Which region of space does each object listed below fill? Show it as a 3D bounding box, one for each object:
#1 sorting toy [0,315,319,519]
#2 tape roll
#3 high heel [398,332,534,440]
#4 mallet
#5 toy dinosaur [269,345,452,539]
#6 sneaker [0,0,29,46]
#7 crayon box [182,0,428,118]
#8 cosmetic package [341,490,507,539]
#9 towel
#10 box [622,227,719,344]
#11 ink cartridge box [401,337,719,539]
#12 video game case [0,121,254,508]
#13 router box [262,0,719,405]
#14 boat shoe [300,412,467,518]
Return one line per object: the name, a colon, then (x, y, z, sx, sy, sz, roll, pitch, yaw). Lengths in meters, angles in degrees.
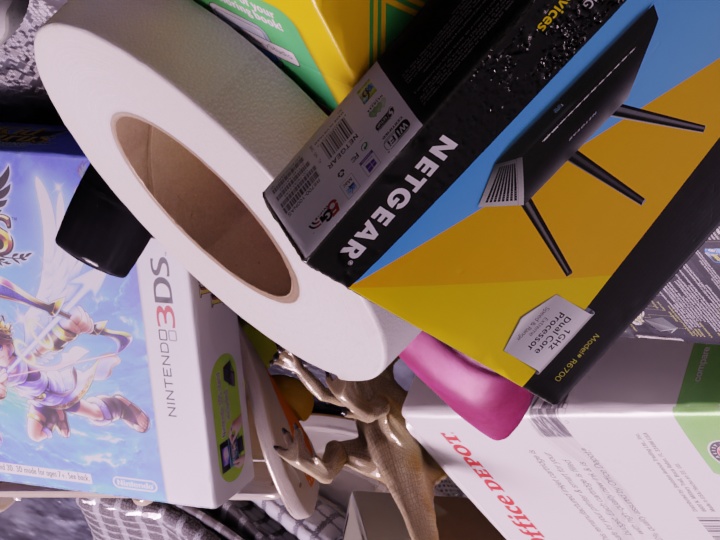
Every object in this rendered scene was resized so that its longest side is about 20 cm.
sorting toy: (-0.124, 0.031, 1.554, 0.200, 0.107, 0.180, -1, 128, 29)
tape roll: (-0.052, -0.037, 1.238, 0.203, 0.037, 0.203, 40, 163, 16)
high heel: (0.000, 0.000, 1.386, 0.200, 0.067, 0.096, 27, 134, 20)
mallet: (-0.049, -0.013, 1.421, 0.200, 0.066, 0.041, 16, -172, -33)
toy dinosaur: (0.012, 0.083, 1.473, 0.101, 0.200, 0.058, 24, 127, -39)
sneaker: (-0.247, -0.143, 1.354, 0.200, 0.071, 0.080, 14, 148, 14)
crayon box: (-0.037, -0.104, 1.209, 0.200, 0.058, 0.173, 30, 158, 40)
cosmetic package: (0.088, 0.181, 1.585, 0.200, 0.071, 0.105, 5, 119, -13)
towel: (-0.073, 0.171, 1.705, 0.166, 0.086, 0.200, 36, 160, 21)
box: (0.114, -0.043, 1.279, 0.161, 0.049, 0.200, 0, 142, 44)
ink cartridge box: (0.144, 0.074, 1.454, 0.200, 0.084, 0.146, -2, 144, 35)
video game case: (-0.157, 0.019, 1.499, 0.200, 0.045, 0.182, 5, 111, 27)
router box: (0.083, -0.060, 1.126, 0.149, 0.051, 0.200, 29, 108, -39)
boat shoe: (0.031, 0.141, 1.658, 0.200, 0.069, 0.071, 22, 155, 1)
